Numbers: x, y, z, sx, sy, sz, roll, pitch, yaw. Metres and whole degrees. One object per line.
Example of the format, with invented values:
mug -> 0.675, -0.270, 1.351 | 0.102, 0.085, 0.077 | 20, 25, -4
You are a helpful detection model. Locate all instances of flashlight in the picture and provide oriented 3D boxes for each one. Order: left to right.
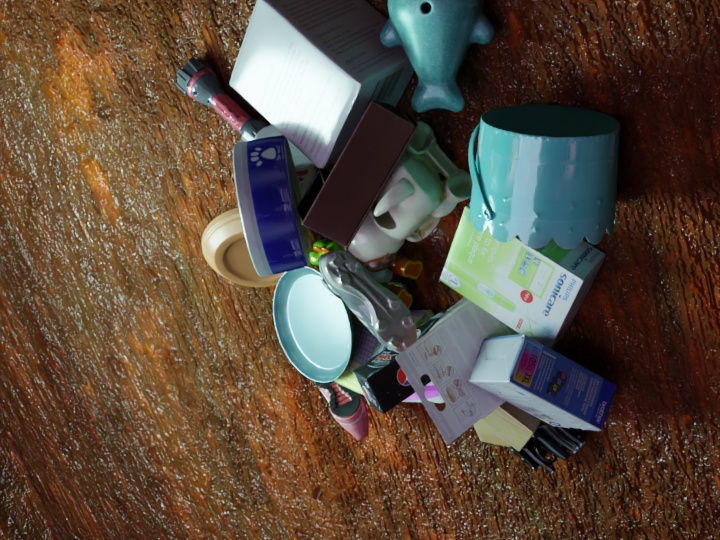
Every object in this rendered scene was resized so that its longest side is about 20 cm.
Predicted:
flashlight -> -0.232, -0.282, 1.548 | 0.200, 0.067, 0.068 | 44, 141, 13

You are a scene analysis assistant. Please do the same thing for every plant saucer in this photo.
plant saucer -> -0.171, -0.032, 1.523 | 0.196, 0.038, 0.202 | -4, 144, -3
plant saucer -> -0.077, 0.090, 1.529 | 0.198, 0.027, 0.204 | 18, 116, 43

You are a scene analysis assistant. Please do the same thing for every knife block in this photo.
knife block -> 0.258, 0.228, 1.428 | 0.174, 0.064, 0.202 | 0, 125, 44

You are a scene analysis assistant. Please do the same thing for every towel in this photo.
towel -> 0.007, 0.101, 1.522 | 0.142, 0.023, 0.204 | 18, 92, 45

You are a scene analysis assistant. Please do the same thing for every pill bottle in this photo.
pill bottle -> -0.140, -0.135, 1.526 | 0.113, 0.113, 0.202 | 35, 134, 19

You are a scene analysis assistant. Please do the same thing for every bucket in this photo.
bucket -> 0.234, -0.126, 1.144 | 0.204, 0.206, 0.137 | 16, 117, 33

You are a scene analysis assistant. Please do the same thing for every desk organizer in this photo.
desk organizer -> -0.007, -0.141, 1.251 | 0.076, 0.072, 0.202 | 25, 107, -20

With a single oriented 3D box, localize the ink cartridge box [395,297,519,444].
ink cartridge box -> 0.163, 0.142, 1.378 | 0.163, 0.198, 0.050 | 58, 166, -6

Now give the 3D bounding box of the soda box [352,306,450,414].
soda box -> 0.090, 0.141, 1.433 | 0.072, 0.198, 0.063 | 63, 163, -16

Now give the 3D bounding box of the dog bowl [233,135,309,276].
dog bowl -> -0.132, -0.097, 1.346 | 0.077, 0.201, 0.204 | -11, 115, 1

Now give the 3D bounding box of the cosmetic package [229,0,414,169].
cosmetic package -> -0.051, -0.295, 1.307 | 0.200, 0.167, 0.167 | 43, 136, 12

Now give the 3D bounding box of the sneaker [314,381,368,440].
sneaker -> -0.030, 0.238, 1.639 | 0.088, 0.073, 0.201 | 64, -179, -29

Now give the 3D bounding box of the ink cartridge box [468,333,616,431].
ink cartridge box -> 0.277, 0.172, 1.314 | 0.198, 0.077, 0.136 | 30, 166, -13

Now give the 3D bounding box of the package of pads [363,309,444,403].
package of pads -> 0.062, 0.149, 1.563 | 0.198, 0.068, 0.157 | -8, 111, 43

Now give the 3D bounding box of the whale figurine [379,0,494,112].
whale figurine -> 0.097, -0.309, 1.183 | 0.156, 0.104, 0.204 | 3, 106, 15

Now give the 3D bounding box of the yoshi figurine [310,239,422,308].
yoshi figurine -> 0.009, -0.002, 1.486 | 0.197, 0.112, 0.114 | 20, 134, 32

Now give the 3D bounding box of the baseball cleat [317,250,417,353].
baseball cleat -> 0.010, 0.046, 1.399 | 0.201, 0.070, 0.106 | 51, 166, -9

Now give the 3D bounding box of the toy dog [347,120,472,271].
toy dog -> 0.053, -0.085, 1.340 | 0.139, 0.195, 0.200 | 41, 131, -6

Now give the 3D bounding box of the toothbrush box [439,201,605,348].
toothbrush box -> 0.231, -0.005, 1.304 | 0.198, 0.086, 0.147 | 34, 134, 18
